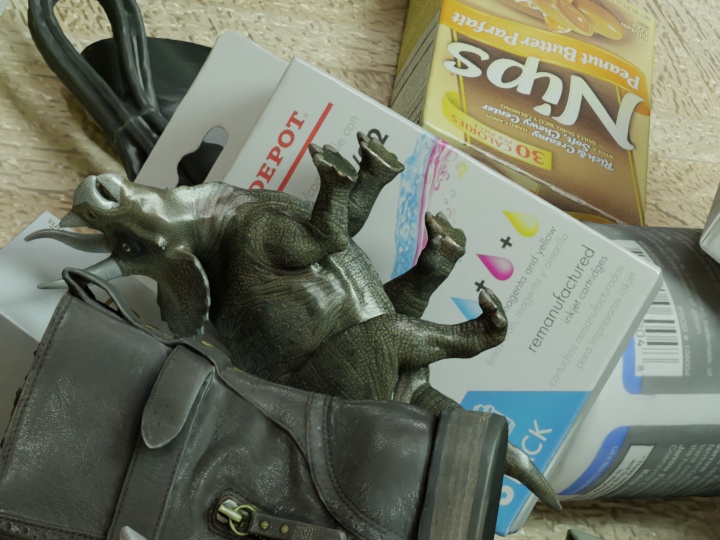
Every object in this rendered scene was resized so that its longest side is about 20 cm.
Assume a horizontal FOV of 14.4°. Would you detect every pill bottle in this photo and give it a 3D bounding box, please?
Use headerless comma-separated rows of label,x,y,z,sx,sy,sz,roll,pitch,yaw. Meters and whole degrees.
pill bottle,0.131,0.038,1.194,0.199,0.114,0.114,3,45,-40

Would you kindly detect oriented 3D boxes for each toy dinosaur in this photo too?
toy dinosaur,-0.010,0.018,1.010,0.200,0.102,0.077,43,19,-4

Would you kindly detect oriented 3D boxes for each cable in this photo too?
cable,-0.082,-0.039,1.166,0.097,0.050,0.200,-39,68,-19

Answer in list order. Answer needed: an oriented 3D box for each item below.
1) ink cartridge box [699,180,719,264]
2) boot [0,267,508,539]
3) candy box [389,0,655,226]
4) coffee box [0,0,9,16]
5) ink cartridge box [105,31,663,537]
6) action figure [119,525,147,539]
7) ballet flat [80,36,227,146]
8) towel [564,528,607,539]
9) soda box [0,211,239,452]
ink cartridge box,0.229,-0.027,1.189,0.145,0.084,0.200,38,24,-1
boot,-0.050,0.112,0.955,0.173,0.201,0.069,12,-6,8
candy box,0.076,-0.078,1.345,0.115,0.055,0.200,26,33,-10
coffee box,-0.233,-0.204,1.098,0.197,0.200,0.200,7,41,-36
ink cartridge box,0.000,0.000,1.071,0.200,0.115,0.068,30,1,8
action figure,-0.155,0.135,0.750,0.105,0.194,0.200,46,9,22
ballet flat,-0.034,-0.042,1.223,0.199,0.057,0.067,25,63,-7
towel,0.180,0.189,1.120,0.199,0.035,0.193,16,38,-26
soda box,-0.063,0.072,1.026,0.200,0.064,0.068,37,33,4
